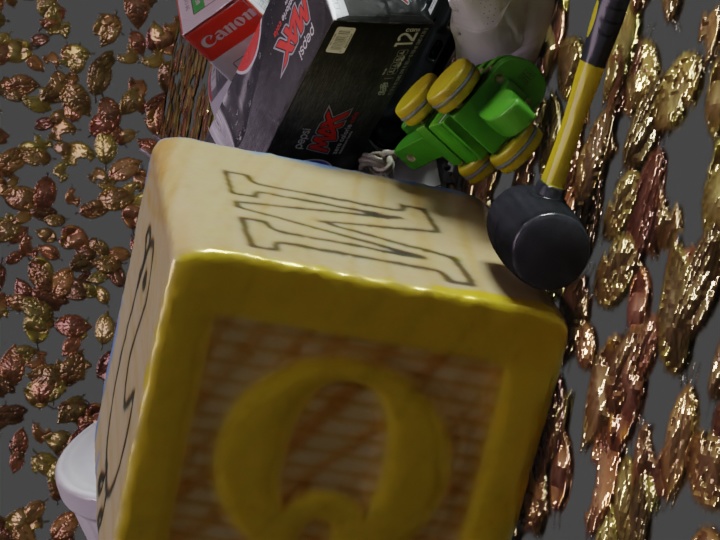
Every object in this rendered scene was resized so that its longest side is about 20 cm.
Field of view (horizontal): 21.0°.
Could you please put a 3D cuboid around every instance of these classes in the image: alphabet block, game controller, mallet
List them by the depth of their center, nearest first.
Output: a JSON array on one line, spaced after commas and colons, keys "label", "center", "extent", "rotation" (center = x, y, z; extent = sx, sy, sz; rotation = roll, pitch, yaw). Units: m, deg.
[{"label": "mallet", "center": [0.107, -0.085, 0.894], "extent": [0.066, 0.041, 0.201], "rotation": [-105, 31, -66]}, {"label": "alphabet block", "center": [-0.025, 0.061, 0.999], "extent": [0.200, 0.196, 0.196], "rotation": [-116, 36, -70]}, {"label": "game controller", "center": [0.043, -0.170, 1.139], "extent": [0.104, 0.042, 0.200], "rotation": [46, 116, 51]}]

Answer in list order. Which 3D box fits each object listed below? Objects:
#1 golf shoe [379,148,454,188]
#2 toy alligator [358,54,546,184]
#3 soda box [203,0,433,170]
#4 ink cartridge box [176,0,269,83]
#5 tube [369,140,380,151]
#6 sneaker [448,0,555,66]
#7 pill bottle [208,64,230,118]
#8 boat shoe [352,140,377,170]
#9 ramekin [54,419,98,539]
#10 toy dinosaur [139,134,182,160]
[{"label": "golf shoe", "center": [0.000, 0.000, 1.162], "extent": [0.078, 0.094, 0.201], "rotation": [162, 117, -69]}, {"label": "toy alligator", "center": [0.053, -0.084, 1.056], "extent": [0.054, 0.059, 0.200], "rotation": [-52, 14, -18]}, {"label": "soda box", "center": [-0.030, -0.104, 1.124], "extent": [0.200, 0.063, 0.071], "rotation": [-58, 42, 48]}, {"label": "ink cartridge box", "center": [-0.077, -0.170, 1.207], "extent": [0.050, 0.200, 0.109], "rotation": [-32, 42, 19]}, {"label": "tube", "center": [0.031, -0.151, 1.281], "extent": [0.200, 0.050, 0.078], "rotation": [-87, 23, -50]}, {"label": "sneaker", "center": [0.062, -0.165, 1.029], "extent": [0.200, 0.088, 0.075], "rotation": [105, 167, -54]}, {"label": "pill bottle", "center": [-0.044, -0.156, 1.462], "extent": [0.200, 0.115, 0.116], "rotation": [150, 130, -74]}, {"label": "boat shoe", "center": [0.002, -0.066, 1.307], "extent": [0.200, 0.062, 0.075], "rotation": [-85, 5, -72]}, {"label": "ramekin", "center": [-0.090, 0.141, 1.255], "extent": [0.202, 0.202, 0.095], "rotation": [-124, 18, -73]}, {"label": "toy dinosaur", "center": [-0.061, -0.003, 1.252], "extent": [0.182, 0.200, 0.105], "rotation": [-50, -23, -12]}]
